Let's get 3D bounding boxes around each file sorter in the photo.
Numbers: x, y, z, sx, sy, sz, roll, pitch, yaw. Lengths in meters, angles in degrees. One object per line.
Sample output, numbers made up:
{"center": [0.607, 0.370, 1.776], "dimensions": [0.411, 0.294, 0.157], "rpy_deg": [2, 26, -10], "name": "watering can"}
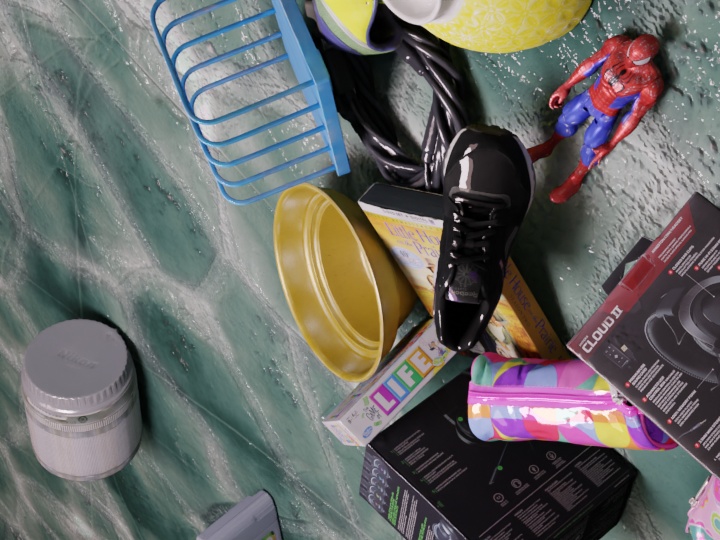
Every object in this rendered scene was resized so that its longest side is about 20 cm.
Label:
{"center": [-0.096, -0.161, 1.451], "dimensions": [0.200, 0.122, 0.139], "rpy_deg": [77, 170, -71], "name": "file sorter"}

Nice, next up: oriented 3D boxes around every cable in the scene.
{"center": [0.038, -0.152, 1.445], "dimensions": [0.163, 0.051, 0.201], "rpy_deg": [-9, 109, 54], "name": "cable"}

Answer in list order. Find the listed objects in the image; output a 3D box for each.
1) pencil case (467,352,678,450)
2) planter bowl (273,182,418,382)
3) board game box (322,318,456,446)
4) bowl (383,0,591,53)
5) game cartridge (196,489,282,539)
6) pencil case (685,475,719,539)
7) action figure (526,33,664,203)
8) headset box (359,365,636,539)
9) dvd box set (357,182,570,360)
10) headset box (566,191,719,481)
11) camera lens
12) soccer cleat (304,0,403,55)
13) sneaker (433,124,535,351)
{"center": [0.182, 0.109, 1.404], "dimensions": [0.199, 0.088, 0.089], "rpy_deg": [-4, 117, 43], "name": "pencil case"}
{"center": [0.000, 0.000, 1.593], "dimensions": [0.200, 0.083, 0.201], "rpy_deg": [42, 142, 44], "name": "planter bowl"}
{"center": [0.029, 0.106, 1.554], "dimensions": [0.034, 0.134, 0.200], "rpy_deg": [44, 172, 0], "name": "board game box"}
{"center": [0.069, -0.242, 1.233], "dimensions": [0.200, 0.108, 0.201], "rpy_deg": [38, 146, 32], "name": "bowl"}
{"center": [-0.159, 0.403, 2.215], "dimensions": [0.040, 0.133, 0.201], "rpy_deg": [31, 143, 39], "name": "game cartridge"}
{"center": [0.313, 0.162, 1.291], "dimensions": [0.087, 0.087, 0.200], "rpy_deg": [42, 149, 24], "name": "pencil case"}
{"center": [0.179, -0.119, 1.255], "dimensions": [0.066, 0.052, 0.200], "rpy_deg": [55, 150, 14], "name": "action figure"}
{"center": [0.119, 0.193, 1.528], "dimensions": [0.200, 0.174, 0.093], "rpy_deg": [41, 148, 25], "name": "headset box"}
{"center": [0.095, 0.011, 1.482], "dimensions": [0.146, 0.029, 0.200], "rpy_deg": [16, 146, 50], "name": "dvd box set"}
{"center": [0.259, 0.053, 1.185], "dimensions": [0.200, 0.149, 0.077], "rpy_deg": [42, -174, 25], "name": "headset box"}
{"center": [-0.391, 0.187, 2.324], "dimensions": [0.160, 0.160, 0.200], "rpy_deg": [39, 147, 29], "name": "camera lens"}
{"center": [-0.013, -0.243, 1.300], "dimensions": [0.083, 0.065, 0.200], "rpy_deg": [15, 154, 23], "name": "soccer cleat"}
{"center": [0.096, -0.019, 1.326], "dimensions": [0.075, 0.088, 0.201], "rpy_deg": [7, 131, 5], "name": "sneaker"}
